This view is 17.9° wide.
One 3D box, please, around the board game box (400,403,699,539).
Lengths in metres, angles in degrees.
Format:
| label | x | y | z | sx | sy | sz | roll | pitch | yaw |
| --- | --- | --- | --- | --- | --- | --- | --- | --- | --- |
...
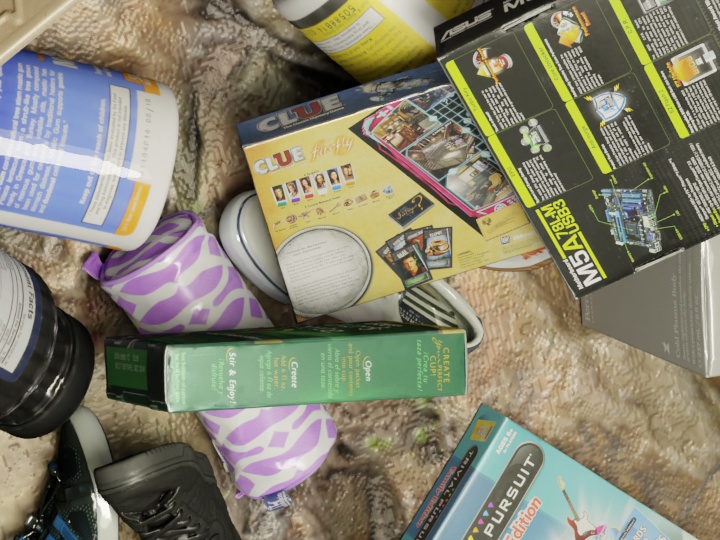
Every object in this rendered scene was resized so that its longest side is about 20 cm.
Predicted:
| label | x | y | z | sx | sy | sz | roll | pitch | yaw |
| --- | --- | --- | --- | --- | --- | --- | --- | --- | --- |
| board game box | 0.132 | 0.211 | 1.629 | 0.200 | 0.047 | 0.151 | 33 | 87 | -22 |

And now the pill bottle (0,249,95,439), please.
| label | x | y | z | sx | sy | sz | roll | pitch | yaw |
| --- | --- | --- | --- | --- | --- | --- | --- | --- | --- |
| pill bottle | -0.257 | 0.029 | 1.393 | 0.200 | 0.112 | 0.112 | 37 | 85 | -47 |

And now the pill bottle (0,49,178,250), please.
| label | x | y | z | sx | sy | sz | roll | pitch | yaw |
| --- | --- | --- | --- | --- | --- | --- | --- | --- | --- |
| pill bottle | -0.222 | -0.083 | 1.413 | 0.199 | 0.112 | 0.113 | 12 | 95 | -22 |

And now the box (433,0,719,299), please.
| label | x | y | z | sx | sy | sz | roll | pitch | yaw |
| --- | --- | --- | --- | --- | --- | --- | --- | --- | --- |
| box | 0.172 | -0.102 | 1.381 | 0.193 | 0.048 | 0.200 | -24 | 121 | 16 |

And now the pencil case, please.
| label | x | y | z | sx | sy | sz | roll | pitch | yaw |
| --- | --- | --- | --- | --- | --- | --- | --- | --- | --- |
| pencil case | -0.094 | 0.058 | 1.506 | 0.085 | 0.084 | 0.200 | -20 | 111 | 29 |

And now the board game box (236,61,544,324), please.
| label | x | y | z | sx | sy | sz | roll | pitch | yaw |
| --- | --- | --- | --- | --- | --- | --- | --- | --- | --- |
| board game box | 0.035 | -0.058 | 1.439 | 0.199 | 0.035 | 0.136 | -17 | 121 | -2 |

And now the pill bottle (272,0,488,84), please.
| label | x | y | z | sx | sy | sz | roll | pitch | yaw |
| --- | --- | --- | --- | --- | --- | --- | --- | --- | --- |
| pill bottle | 0.048 | -0.155 | 1.501 | 0.200 | 0.111 | 0.111 | 39 | 85 | -21 |

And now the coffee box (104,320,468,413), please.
| label | x | y | z | sx | sy | sz | roll | pitch | yaw |
| --- | --- | --- | --- | --- | --- | --- | --- | --- | --- |
| coffee box | -0.047 | 0.058 | 1.413 | 0.199 | 0.123 | 0.044 | -2 | 92 | -24 |

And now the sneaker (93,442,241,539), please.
| label | x | y | z | sx | sy | sz | roll | pitch | yaw |
| --- | --- | --- | --- | --- | --- | --- | --- | --- | --- |
| sneaker | -0.113 | 0.171 | 1.474 | 0.060 | 0.200 | 0.105 | -19 | 80 | 7 |

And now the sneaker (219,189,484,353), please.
| label | x | y | z | sx | sy | sz | roll | pitch | yaw |
| --- | --- | --- | --- | --- | --- | --- | --- | --- | --- |
| sneaker | 0.000 | 0.000 | 1.523 | 0.200 | 0.071 | 0.073 | 28 | 65 | -27 |

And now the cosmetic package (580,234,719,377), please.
| label | x | y | z | sx | sy | sz | roll | pitch | yaw |
| --- | --- | --- | --- | --- | --- | --- | --- | --- | --- |
| cosmetic package | 0.222 | 0.000 | 1.546 | 0.090 | 0.200 | 0.107 | -8 | 99 | -20 |

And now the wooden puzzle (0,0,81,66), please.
| label | x | y | z | sx | sy | sz | roll | pitch | yaw |
| --- | --- | --- | --- | --- | --- | --- | --- | --- | --- |
| wooden puzzle | -0.222 | -0.214 | 1.385 | 0.200 | 0.046 | 0.185 | -38 | 66 | -13 |

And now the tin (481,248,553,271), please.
| label | x | y | z | sx | sy | sz | roll | pitch | yaw |
| --- | --- | --- | --- | --- | --- | --- | --- | --- | --- |
| tin | 0.055 | -0.052 | 1.520 | 0.199 | 0.112 | 0.042 | 21 | 66 | -21 |

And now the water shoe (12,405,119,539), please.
| label | x | y | z | sx | sy | sz | roll | pitch | yaw |
| --- | --- | --- | --- | --- | --- | --- | --- | --- | --- |
| water shoe | -0.200 | 0.189 | 1.491 | 0.079 | 0.071 | 0.201 | -2 | 98 | -15 |
